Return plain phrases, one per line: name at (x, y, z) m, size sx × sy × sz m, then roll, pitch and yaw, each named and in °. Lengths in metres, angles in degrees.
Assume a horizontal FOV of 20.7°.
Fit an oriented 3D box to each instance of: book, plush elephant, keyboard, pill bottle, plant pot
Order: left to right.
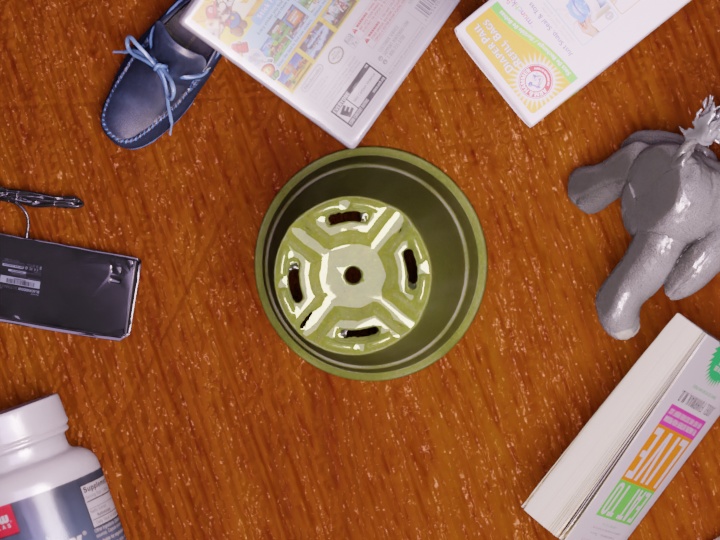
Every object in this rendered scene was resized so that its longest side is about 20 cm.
keyboard at (-0.287, -0.016, 1.689) m, size 0.200 × 0.021 × 0.127 m, roll 10°, pitch 99°, yaw 3°
pill bottle at (-0.265, 0.212, 1.649) m, size 0.119 × 0.120 × 0.200 m, roll -19°, pitch 91°, yaw 5°
plant pot at (0.000, 0.000, 1.581) m, size 0.200 × 0.190 × 0.201 m, roll 0°, pitch 93°, yaw 5°
book at (0.232, 0.137, 1.602) m, size 0.048 × 0.134 × 0.200 m, roll 39°, pitch 97°, yaw 32°
plush elephant at (0.286, -0.050, 1.587) m, size 0.155 × 0.165 × 0.200 m, roll 15°, pitch 133°, yaw -31°

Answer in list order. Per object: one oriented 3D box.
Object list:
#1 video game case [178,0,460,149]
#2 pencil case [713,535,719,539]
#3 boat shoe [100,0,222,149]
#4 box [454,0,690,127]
video game case at (-0.020, -0.232, 1.619) m, size 0.182 × 0.023 × 0.200 m, roll 35°, pitch 91°, yaw -18°
pencil case at (0.295, 0.273, 1.627) m, size 0.200 × 0.078 × 0.090 m, roll -31°, pitch 76°, yaw 5°
boat shoe at (-0.155, -0.191, 1.643) m, size 0.084 × 0.069 × 0.200 m, roll 33°, pitch 95°, yaw 2°
box at (0.183, -0.216, 1.593) m, size 0.200 × 0.112 × 0.101 m, roll -39°, pitch 91°, yaw 6°
